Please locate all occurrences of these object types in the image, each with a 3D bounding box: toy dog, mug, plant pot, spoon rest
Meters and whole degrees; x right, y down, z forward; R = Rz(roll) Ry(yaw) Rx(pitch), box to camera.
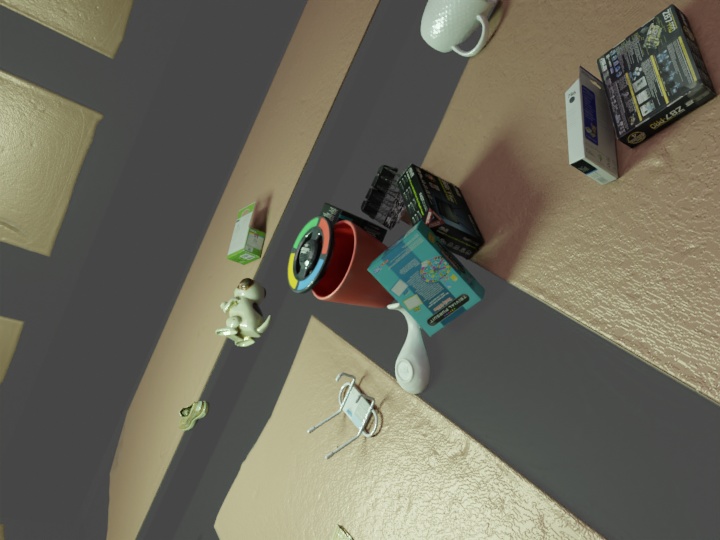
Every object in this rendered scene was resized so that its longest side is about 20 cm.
[{"bbox_3d":[-0.380,0.124,2.185,0.193,0.139,0.202,-21,54,35],"label":"toy dog"},{"bbox_3d":[0.250,-0.634,1.663,0.201,0.147,0.176,56,133,19],"label":"mug"},{"bbox_3d":[0.000,0.000,1.620,0.200,0.176,0.202,-33,46,43],"label":"plant pot"},{"bbox_3d":[0.108,0.170,1.446,0.099,0.060,0.202,-14,84,47],"label":"spoon rest"}]

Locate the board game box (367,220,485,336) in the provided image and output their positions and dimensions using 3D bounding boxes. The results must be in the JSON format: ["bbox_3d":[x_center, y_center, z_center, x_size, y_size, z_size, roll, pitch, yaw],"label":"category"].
[{"bbox_3d":[0.137,0.019,1.369,0.151,0.200,0.047,-39,8,30],"label":"board game box"}]

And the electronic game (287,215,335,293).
[{"bbox_3d":[-0.125,-0.040,1.629,0.200,0.041,0.202,-36,44,43],"label":"electronic game"}]

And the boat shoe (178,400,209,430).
[{"bbox_3d":[-0.623,0.519,2.383,0.200,0.076,0.072,-44,39,36],"label":"boat shoe"}]

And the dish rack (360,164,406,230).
[{"bbox_3d":[0.080,-0.190,1.731,0.200,0.054,0.154,40,108,56],"label":"dish rack"}]

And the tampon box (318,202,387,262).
[{"bbox_3d":[-0.051,-0.054,1.754,0.201,0.149,0.126,-66,28,5],"label":"tampon box"}]

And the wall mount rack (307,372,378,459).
[{"bbox_3d":[-0.042,0.350,1.576,0.175,0.074,0.200,-65,30,7],"label":"wall mount rack"}]

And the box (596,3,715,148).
[{"bbox_3d":[0.509,-0.340,1.152,0.161,0.049,0.202,-37,43,44],"label":"box"}]

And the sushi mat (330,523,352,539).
[{"bbox_3d":[-0.066,0.684,1.474,0.096,0.012,0.202,23,92,60],"label":"sushi mat"}]

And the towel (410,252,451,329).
[{"bbox_3d":[0.163,0.022,1.504,0.149,0.031,0.201,-36,42,39],"label":"towel"}]

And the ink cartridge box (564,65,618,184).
[{"bbox_3d":[0.420,-0.265,1.197,0.039,0.099,0.202,-25,51,50],"label":"ink cartridge box"}]

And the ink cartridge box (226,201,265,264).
[{"bbox_3d":[-0.416,-0.138,2.453,0.147,0.075,0.202,-16,58,54],"label":"ink cartridge box"}]

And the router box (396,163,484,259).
[{"bbox_3d":[0.174,-0.132,1.452,0.062,0.149,0.201,-48,37,30],"label":"router box"}]
